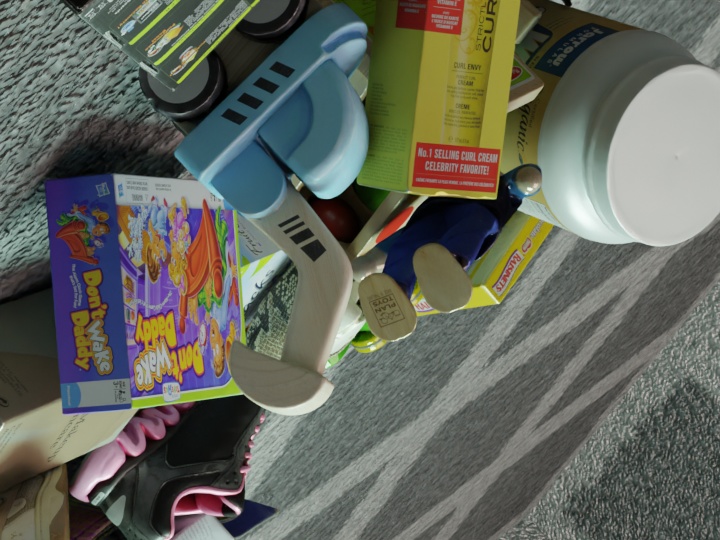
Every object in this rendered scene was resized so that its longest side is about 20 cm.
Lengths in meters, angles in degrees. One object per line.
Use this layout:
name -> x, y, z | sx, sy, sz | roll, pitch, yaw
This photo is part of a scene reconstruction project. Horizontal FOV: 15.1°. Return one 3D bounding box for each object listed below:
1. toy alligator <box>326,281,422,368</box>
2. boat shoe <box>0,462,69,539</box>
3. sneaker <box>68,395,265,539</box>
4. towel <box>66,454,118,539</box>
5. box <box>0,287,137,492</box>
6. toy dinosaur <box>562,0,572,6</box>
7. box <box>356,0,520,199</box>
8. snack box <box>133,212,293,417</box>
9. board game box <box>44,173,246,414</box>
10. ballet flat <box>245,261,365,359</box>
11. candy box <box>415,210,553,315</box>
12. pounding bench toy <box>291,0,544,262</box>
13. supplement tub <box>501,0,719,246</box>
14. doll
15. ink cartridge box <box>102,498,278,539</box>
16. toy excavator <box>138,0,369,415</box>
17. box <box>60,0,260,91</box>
toy alligator -> 0.017, -0.009, 1.919 | 0.200, 0.054, 0.059 | -51, 130, -24
boat shoe -> -0.214, 0.159, 1.701 | 0.064, 0.072, 0.200 | -4, 180, -6
sneaker -> -0.101, 0.121, 1.832 | 0.200, 0.095, 0.079 | -36, 167, -35
towel -> -0.201, 0.154, 1.877 | 0.200, 0.143, 0.023 | -38, 122, -39
box -> -0.208, 0.073, 1.669 | 0.095, 0.078, 0.200 | -52, 165, 28
toy dinosaur -> 0.128, -0.228, 1.784 | 0.200, 0.086, 0.136 | -20, 160, -51
box -> 0.049, -0.144, 1.564 | 0.075, 0.050, 0.201 | 4, 96, -39
snack box -> -0.099, 0.014, 1.857 | 0.169, 0.068, 0.200 | -52, 165, 31
board game box -> -0.125, 0.013, 1.627 | 0.045, 0.135, 0.200 | -5, 179, 17
ballet flat -> 0.000, 0.000, 1.812 | 0.200, 0.068, 0.075 | -48, -156, -8
candy box -> 0.057, -0.008, 1.976 | 0.200, 0.026, 0.102 | -10, -144, 53
pounding bench toy -> 0.024, -0.102, 1.741 | 0.200, 0.124, 0.156 | -29, 160, -52
supplement tub -> 0.148, -0.101, 1.829 | 0.144, 0.200, 0.145 | -13, 113, -33
doll -> 0.051, -0.021, 1.639 | 0.136, 0.049, 0.200 | -27, -169, 25
ink cartridge box -> -0.192, 0.184, 1.883 | 0.200, 0.199, 0.041 | -36, 121, -35
toy excavator -> -0.043, -0.047, 1.528 | 0.194, 0.200, 0.100 | -45, 167, -1
box -> -0.062, -0.191, 1.365 | 0.200, 0.048, 0.193 | -46, 170, 2
